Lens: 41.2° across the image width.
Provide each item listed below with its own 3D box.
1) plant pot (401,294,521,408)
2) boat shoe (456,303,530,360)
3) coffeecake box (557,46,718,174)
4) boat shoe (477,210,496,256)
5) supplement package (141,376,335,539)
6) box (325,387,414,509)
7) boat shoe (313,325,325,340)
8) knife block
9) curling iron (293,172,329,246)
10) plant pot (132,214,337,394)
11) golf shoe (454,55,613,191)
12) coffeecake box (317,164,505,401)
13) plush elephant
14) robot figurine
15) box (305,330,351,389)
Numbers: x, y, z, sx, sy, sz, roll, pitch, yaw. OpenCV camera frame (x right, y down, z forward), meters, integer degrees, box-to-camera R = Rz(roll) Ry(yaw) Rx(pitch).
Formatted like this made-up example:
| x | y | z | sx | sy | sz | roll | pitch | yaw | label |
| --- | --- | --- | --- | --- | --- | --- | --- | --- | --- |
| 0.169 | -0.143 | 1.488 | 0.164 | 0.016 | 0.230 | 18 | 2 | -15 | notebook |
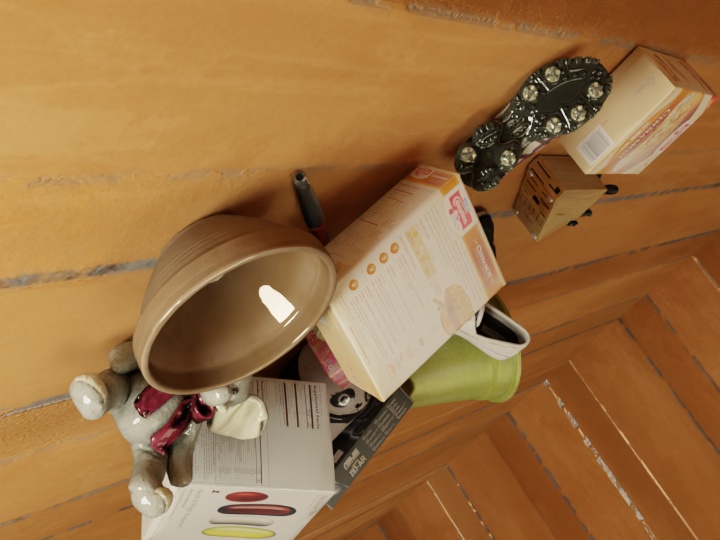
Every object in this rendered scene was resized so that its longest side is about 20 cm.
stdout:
| x | y | z | sx | sy | sz | roll | pitch | yaw | label |
| --- | --- | --- | --- | --- | --- | --- | --- | --- | --- |
| 0.124 | 0.134 | 1.517 | 0.181 | 0.203 | 0.201 | -13 | 154 | -24 | plant pot |
| 0.158 | 0.068 | 1.402 | 0.073 | 0.198 | 0.066 | -63 | -168 | -28 | boat shoe |
| 0.366 | -0.204 | 1.262 | 0.154 | 0.074 | 0.198 | -47 | 159 | 29 | coffeecake box |
| 0.167 | -0.023 | 1.377 | 0.073 | 0.064 | 0.202 | -29 | 159 | -9 | boat shoe |
| -0.158 | 0.240 | 1.198 | 0.196 | 0.149 | 0.192 | 7 | 144 | -21 | supplement package |
| -0.032 | 0.239 | 1.451 | 0.201 | 0.159 | 0.044 | -50 | 122 | -11 | box |
| 0.000 | 0.000 | 1.134 | 0.073 | 0.063 | 0.200 | -8 | 147 | -52 | boat shoe |
| 0.309 | -0.125 | 1.370 | 0.174 | 0.064 | 0.201 | -32 | 161 | -13 | knife block |
| -0.054 | -0.044 | 0.990 | 0.049 | 0.026 | 0.201 | -34 | 161 | -14 | curling iron |
| -0.127 | 0.016 | 0.886 | 0.198 | 0.093 | 0.202 | -28 | 152 | -16 | plant pot |
| 0.187 | -0.168 | 1.072 | 0.198 | 0.078 | 0.088 | -35 | -178 | 6 | golf shoe |
| 0.046 | 0.011 | 1.036 | 0.199 | 0.073 | 0.155 | -41 | 123 | -19 | coffeecake box |
| -0.177 | 0.129 | 1.000 | 0.152 | 0.167 | 0.200 | -23 | -168 | 8 | plush elephant |
| -0.062 | 0.181 | 1.366 | 0.200 | 0.124 | 0.152 | -50 | -164 | 38 | robot figurine |
| 0.024 | 0.052 | 1.242 | 0.198 | 0.103 | 0.095 | -34 | 162 | 0 | box |
